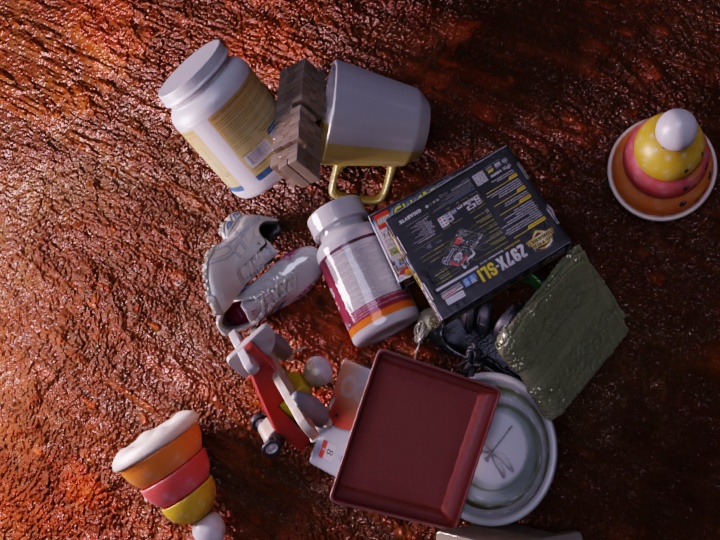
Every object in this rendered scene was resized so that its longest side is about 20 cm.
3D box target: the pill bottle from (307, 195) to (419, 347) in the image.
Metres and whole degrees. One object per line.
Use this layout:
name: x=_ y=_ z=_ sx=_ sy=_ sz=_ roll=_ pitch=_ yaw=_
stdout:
pill bottle: x=0.000 y=0.000 z=1.140 sx=0.108 sy=0.109 sz=0.203 roll=-28 pitch=76 yaw=11

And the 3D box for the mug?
mug: x=0.018 y=-0.211 z=1.160 sx=0.149 sy=0.188 sz=0.152 roll=7 pitch=55 yaw=-10

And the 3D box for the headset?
headset: x=0.188 y=0.061 z=1.052 sx=0.122 sy=0.095 sz=0.201 roll=23 pitch=57 yaw=20

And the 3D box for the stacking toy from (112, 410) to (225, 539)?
stacking toy: x=-0.271 y=0.333 z=1.176 sx=0.144 sy=0.146 sz=0.203 roll=-28 pitch=92 yaw=10

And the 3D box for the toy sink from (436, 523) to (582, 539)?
toy sink: x=0.193 y=0.406 z=1.010 sx=0.111 sy=0.197 sz=0.134 roll=-4 pitch=81 yaw=45

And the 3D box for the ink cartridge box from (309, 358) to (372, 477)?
ink cartridge box: x=0.034 y=0.238 z=1.106 sx=0.197 sy=0.050 sz=0.166 roll=18 pitch=88 yaw=36

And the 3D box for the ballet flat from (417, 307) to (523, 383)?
ballet flat: x=0.170 y=0.103 z=1.102 sx=0.197 sy=0.057 sz=0.068 roll=26 pitch=89 yaw=19

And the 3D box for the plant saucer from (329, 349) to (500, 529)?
plant saucer: x=0.070 y=0.223 z=1.020 sx=0.196 sy=0.037 sz=0.204 roll=20 pitch=89 yaw=-22

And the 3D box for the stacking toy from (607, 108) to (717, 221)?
stacking toy: x=0.395 y=-0.153 z=0.996 sx=0.143 sy=0.200 sz=0.150 roll=-3 pitch=81 yaw=16

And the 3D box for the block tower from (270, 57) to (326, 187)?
block tower: x=-0.090 y=-0.220 z=1.139 sx=0.053 sy=0.058 sz=0.204 roll=-20 pitch=52 yaw=31

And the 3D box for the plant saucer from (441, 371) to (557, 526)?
plant saucer: x=0.183 y=0.245 z=1.066 sx=0.196 sy=0.050 sz=0.205 roll=-10 pitch=73 yaw=32

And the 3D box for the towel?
towel: x=0.269 y=0.082 z=1.019 sx=0.200 sy=0.036 sz=0.149 roll=-45 pitch=107 yaw=-24

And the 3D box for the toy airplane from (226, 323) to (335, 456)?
toy airplane: x=-0.108 y=0.155 z=1.113 sx=0.139 sy=0.199 sz=0.203 roll=-22 pitch=78 yaw=-13

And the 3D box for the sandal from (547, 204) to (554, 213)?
sandal: x=0.183 y=-0.045 z=1.119 sx=0.202 sy=0.059 sz=0.081 roll=-15 pitch=78 yaw=14

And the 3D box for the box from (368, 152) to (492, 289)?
box: x=0.120 y=-0.069 z=1.083 sx=0.197 sy=0.035 sz=0.112 roll=-27 pitch=71 yaw=2

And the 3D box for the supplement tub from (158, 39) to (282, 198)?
supplement tub: x=-0.194 y=-0.227 z=1.170 sx=0.143 sy=0.201 sz=0.146 roll=-28 pitch=32 yaw=20

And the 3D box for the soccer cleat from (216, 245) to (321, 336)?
soccer cleat: x=-0.138 y=0.039 z=1.184 sx=0.198 sy=0.087 sz=0.070 roll=-35 pitch=101 yaw=13

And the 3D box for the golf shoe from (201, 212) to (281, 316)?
golf shoe: x=-0.177 y=-0.019 z=1.171 sx=0.095 sy=0.079 sz=0.203 roll=-4 pitch=45 yaw=16

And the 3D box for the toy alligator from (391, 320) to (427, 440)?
toy alligator: x=0.070 y=0.173 z=1.068 sx=0.053 sy=0.059 sz=0.204 roll=23 pitch=87 yaw=-25

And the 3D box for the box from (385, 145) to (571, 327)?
box: x=0.153 y=-0.047 z=1.026 sx=0.198 sy=0.049 sz=0.162 roll=-31 pitch=73 yaw=0
